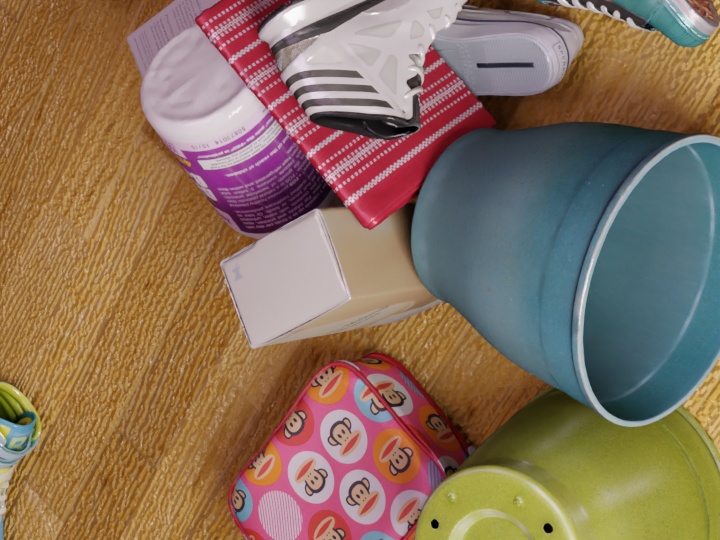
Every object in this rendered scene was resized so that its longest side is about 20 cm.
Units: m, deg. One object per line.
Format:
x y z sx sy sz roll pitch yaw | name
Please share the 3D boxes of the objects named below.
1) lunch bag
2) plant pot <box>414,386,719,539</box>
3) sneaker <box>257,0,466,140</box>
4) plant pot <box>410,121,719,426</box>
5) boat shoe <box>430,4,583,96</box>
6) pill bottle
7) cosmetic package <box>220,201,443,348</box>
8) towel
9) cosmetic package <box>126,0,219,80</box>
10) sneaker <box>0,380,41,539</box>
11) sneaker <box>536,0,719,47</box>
-0.001 0.186 1.235 0.176 0.082 0.200 49 117 19 | lunch bag
0.138 0.187 1.078 0.199 0.192 0.202 4 97 33 | plant pot
0.035 -0.158 1.084 0.116 0.200 0.076 65 161 2 | sneaker
0.144 -0.018 1.065 0.187 0.199 0.201 23 107 42 | plant pot
0.077 -0.166 1.164 0.199 0.067 0.074 12 122 33 | boat shoe
-0.081 -0.095 1.188 0.112 0.200 0.113 -13 52 18 | pill bottle
0.000 0.000 1.147 0.105 0.200 0.071 -27 79 34 | cosmetic package
-0.008 -0.139 1.104 0.200 0.144 0.022 50 151 3 | towel
-0.079 -0.202 1.237 0.199 0.107 0.085 -31 76 30 | cosmetic package
-0.362 0.201 1.479 0.130 0.079 0.201 -14 87 35 | sneaker
0.172 -0.212 1.096 0.200 0.071 0.080 49 119 29 | sneaker
